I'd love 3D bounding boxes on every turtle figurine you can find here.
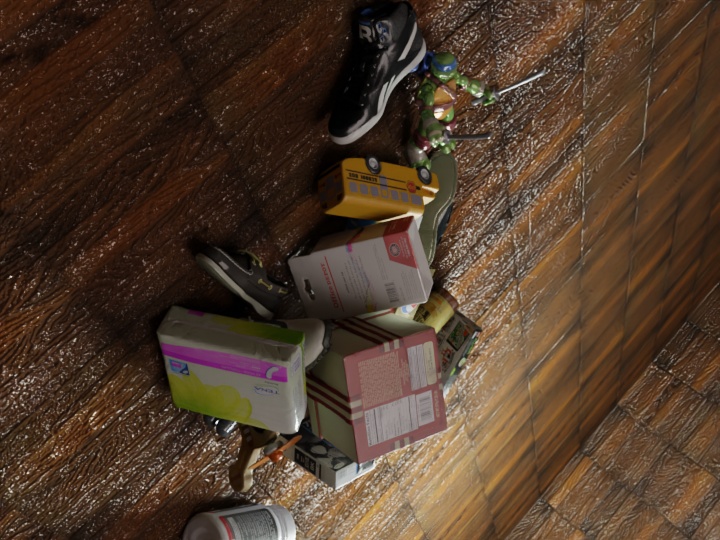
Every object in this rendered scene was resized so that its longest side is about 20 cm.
[{"bbox_3d":[0.144,-0.220,1.131,0.195,0.195,0.147,109,-2,-63],"label":"turtle figurine"}]

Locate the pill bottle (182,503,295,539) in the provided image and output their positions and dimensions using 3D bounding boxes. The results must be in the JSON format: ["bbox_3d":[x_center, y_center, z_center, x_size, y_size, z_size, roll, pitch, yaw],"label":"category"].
[{"bbox_3d":[-0.213,0.484,1.356,0.198,0.113,0.116,13,109,-54],"label":"pill bottle"}]

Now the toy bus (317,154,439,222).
[{"bbox_3d":[0.032,-0.119,1.131,0.197,0.080,0.065,5,159,-40],"label":"toy bus"}]

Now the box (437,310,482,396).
[{"bbox_3d":[0.157,0.177,1.551,0.034,0.109,0.203,9,113,-53],"label":"box"}]

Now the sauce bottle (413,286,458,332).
[{"bbox_3d":[0.109,0.122,1.483,0.200,0.066,0.066,-47,146,-14],"label":"sauce bottle"}]

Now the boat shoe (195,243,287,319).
[{"bbox_3d":[-0.160,0.005,1.045,0.061,0.071,0.202,-52,154,-8],"label":"boat shoe"}]

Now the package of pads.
[{"bbox_3d":[-0.171,0.140,1.037,0.069,0.195,0.157,-67,163,-47],"label":"package of pads"}]

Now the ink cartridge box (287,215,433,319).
[{"bbox_3d":[0.000,0.000,1.149,0.068,0.195,0.119,-62,137,-61],"label":"ink cartridge box"}]

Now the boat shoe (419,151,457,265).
[{"bbox_3d":[0.122,-0.103,1.300,0.066,0.073,0.205,-32,131,-80],"label":"boat shoe"}]

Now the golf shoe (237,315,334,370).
[{"bbox_3d":[-0.131,0.103,1.073,0.088,0.196,0.079,41,45,-47],"label":"golf shoe"}]

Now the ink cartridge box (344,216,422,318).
[{"bbox_3d":[0.020,-0.011,1.252,0.115,0.067,0.204,-13,129,-44],"label":"ink cartridge box"}]

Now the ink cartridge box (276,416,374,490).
[{"bbox_3d":[-0.076,0.302,1.305,0.098,0.197,0.040,-17,116,-43],"label":"ink cartridge box"}]

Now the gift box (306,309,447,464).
[{"bbox_3d":[0.023,0.168,1.144,0.196,0.186,0.190,-9,101,-28],"label":"gift box"}]

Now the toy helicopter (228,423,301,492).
[{"bbox_3d":[-0.167,0.279,1.217,0.078,0.132,0.204,-6,125,-48],"label":"toy helicopter"}]

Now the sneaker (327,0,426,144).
[{"bbox_3d":[0.005,-0.277,1.006,0.202,0.072,0.112,-54,144,-15],"label":"sneaker"}]

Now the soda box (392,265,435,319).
[{"bbox_3d":[0.058,0.070,1.374,0.067,0.064,0.203,1,119,-50],"label":"soda box"}]

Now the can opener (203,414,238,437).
[{"bbox_3d":[-0.164,0.156,1.151,0.201,0.053,0.067,-51,162,-23],"label":"can opener"}]
